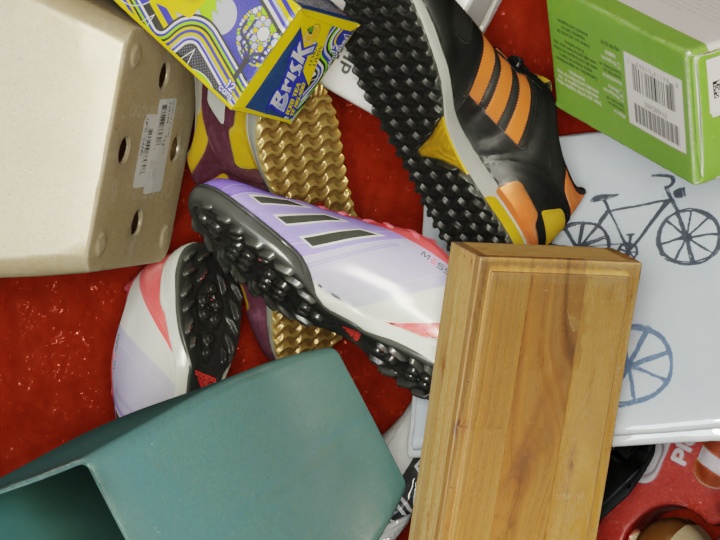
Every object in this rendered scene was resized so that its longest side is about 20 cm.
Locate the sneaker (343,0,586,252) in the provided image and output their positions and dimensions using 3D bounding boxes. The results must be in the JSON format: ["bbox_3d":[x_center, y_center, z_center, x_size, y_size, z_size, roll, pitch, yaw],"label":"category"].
[{"bbox_3d":[0.061,-0.099,1.451,0.070,0.090,0.201,3,124,50],"label":"sneaker"}]

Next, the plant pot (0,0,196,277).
[{"bbox_3d":[-0.198,-0.086,1.493,0.176,0.200,0.201,13,96,15],"label":"plant pot"}]

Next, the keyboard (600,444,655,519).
[{"bbox_3d":[0.090,0.060,1.513,0.104,0.040,0.200,-41,64,-10],"label":"keyboard"}]

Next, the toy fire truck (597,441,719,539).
[{"bbox_3d":[0.200,0.131,1.488,0.167,0.112,0.201,28,99,33],"label":"toy fire truck"}]

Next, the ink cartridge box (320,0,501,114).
[{"bbox_3d":[-0.018,-0.189,1.514,0.199,0.084,0.145,30,100,8],"label":"ink cartridge box"}]

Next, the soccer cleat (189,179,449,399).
[{"bbox_3d":[0.000,0.000,1.446,0.199,0.068,0.073,32,69,2],"label":"soccer cleat"}]

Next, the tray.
[{"bbox_3d":[0.084,0.088,1.400,0.098,0.037,0.201,2,103,-26],"label":"tray"}]

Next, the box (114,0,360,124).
[{"bbox_3d":[-0.098,-0.168,1.439,0.200,0.064,0.070,43,106,27],"label":"box"}]

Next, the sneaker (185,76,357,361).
[{"bbox_3d":[-0.053,-0.039,1.529,0.090,0.075,0.201,31,136,42],"label":"sneaker"}]

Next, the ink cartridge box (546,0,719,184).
[{"bbox_3d":[0.221,-0.128,1.414,0.199,0.148,0.076,-18,117,-21],"label":"ink cartridge box"}]

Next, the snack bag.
[{"bbox_3d":[0.118,0.007,1.490,0.187,0.021,0.201,-6,63,15],"label":"snack bag"}]

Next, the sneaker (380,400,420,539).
[{"bbox_3d":[-0.030,0.131,1.541,0.115,0.075,0.200,35,103,5],"label":"sneaker"}]

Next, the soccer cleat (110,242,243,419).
[{"bbox_3d":[-0.114,0.083,1.529,0.073,0.068,0.201,-20,55,42],"label":"soccer cleat"}]

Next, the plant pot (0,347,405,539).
[{"bbox_3d":[-0.083,0.129,1.405,0.141,0.200,0.142,-21,99,48],"label":"plant pot"}]
